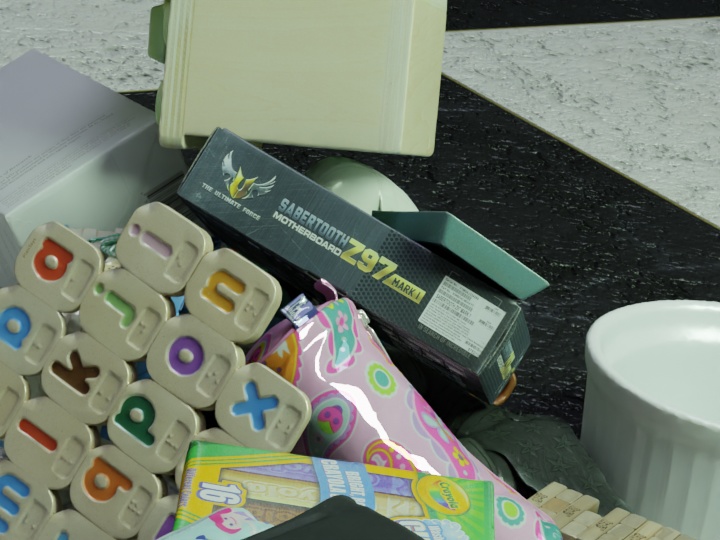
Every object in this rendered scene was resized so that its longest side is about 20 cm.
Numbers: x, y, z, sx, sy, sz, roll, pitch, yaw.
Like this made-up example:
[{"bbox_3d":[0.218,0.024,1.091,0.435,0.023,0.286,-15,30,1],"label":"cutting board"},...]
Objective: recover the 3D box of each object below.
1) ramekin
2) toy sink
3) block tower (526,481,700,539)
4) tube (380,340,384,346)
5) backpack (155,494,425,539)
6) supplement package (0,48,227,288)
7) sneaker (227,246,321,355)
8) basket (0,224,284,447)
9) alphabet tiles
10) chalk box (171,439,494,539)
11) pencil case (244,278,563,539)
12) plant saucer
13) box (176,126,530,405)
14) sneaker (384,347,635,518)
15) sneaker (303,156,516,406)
[{"bbox_3d":[0.227,0.101,1.556,0.200,0.098,0.201,8,22,-3],"label":"ramekin"},{"bbox_3d":[-0.058,-0.124,1.537,0.200,0.112,0.130,6,3,9],"label":"toy sink"},{"bbox_3d":[0.177,0.179,1.398,0.200,0.054,0.058,21,25,25],"label":"block tower"},{"bbox_3d":[-0.039,0.083,1.570,0.077,0.050,0.200,-6,20,21],"label":"tube"},{"bbox_3d":[-0.050,0.204,1.048,0.150,0.200,0.177,19,26,34],"label":"backpack"},{"bbox_3d":[-0.192,-0.044,1.631,0.120,0.121,0.200,-35,32,-17],"label":"supplement package"},{"bbox_3d":[-0.073,0.010,1.652,0.080,0.071,0.200,-26,27,-11],"label":"sneaker"},{"bbox_3d":[-0.107,0.059,1.466,0.200,0.139,0.176,19,24,-3],"label":"basket"},{"bbox_3d":[-0.125,0.070,1.354,0.195,0.200,0.015,32,5,24],"label":"alphabet tiles"},{"bbox_3d":[0.003,0.173,1.246,0.200,0.125,0.124,8,21,0],"label":"chalk box"},{"bbox_3d":[0.019,0.101,1.371,0.200,0.087,0.087,48,27,1],"label":"pencil case"},{"bbox_3d":[0.050,-0.008,1.463,0.070,0.019,0.200,34,-6,-10],"label":"plant saucer"},{"bbox_3d":[0.000,0.000,1.467,0.200,0.051,0.158,32,-5,10],"label":"box"},{"bbox_3d":[0.081,0.109,1.537,0.104,0.060,0.200,1,27,-23],"label":"sneaker"},{"bbox_3d":[0.037,0.008,1.596,0.073,0.200,0.085,-47,32,-13],"label":"sneaker"}]
